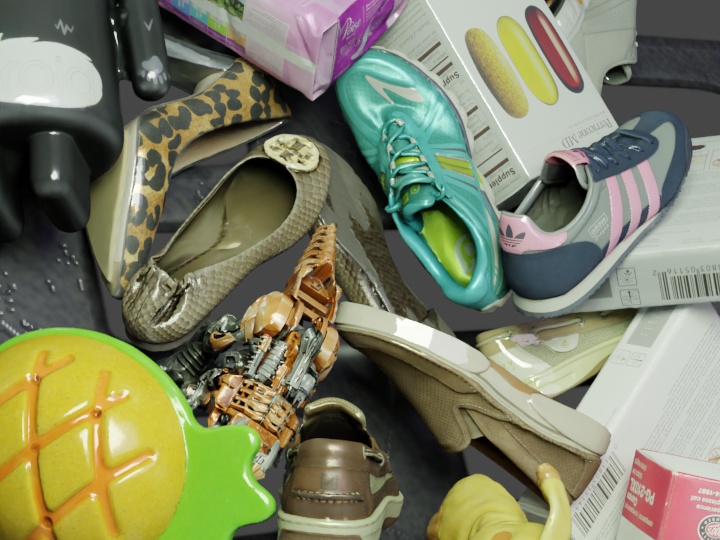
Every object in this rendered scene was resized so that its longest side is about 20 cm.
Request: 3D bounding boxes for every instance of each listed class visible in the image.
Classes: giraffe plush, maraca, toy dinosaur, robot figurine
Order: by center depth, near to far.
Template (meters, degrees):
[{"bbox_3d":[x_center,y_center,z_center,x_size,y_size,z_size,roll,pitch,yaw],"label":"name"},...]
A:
[{"bbox_3d":[-0.142,0.111,0.989,0.199,0.107,0.138,24,91,17],"label":"maraca"},{"bbox_3d":[0.045,0.214,1.054,0.161,0.200,0.174,-14,77,-21],"label":"giraffe plush"},{"bbox_3d":[-0.206,-0.121,1.078,0.149,0.125,0.202,7,64,-35],"label":"robot figurine"},{"bbox_3d":[-0.050,0.058,1.085,0.102,0.136,0.200,51,50,-1],"label":"toy dinosaur"}]

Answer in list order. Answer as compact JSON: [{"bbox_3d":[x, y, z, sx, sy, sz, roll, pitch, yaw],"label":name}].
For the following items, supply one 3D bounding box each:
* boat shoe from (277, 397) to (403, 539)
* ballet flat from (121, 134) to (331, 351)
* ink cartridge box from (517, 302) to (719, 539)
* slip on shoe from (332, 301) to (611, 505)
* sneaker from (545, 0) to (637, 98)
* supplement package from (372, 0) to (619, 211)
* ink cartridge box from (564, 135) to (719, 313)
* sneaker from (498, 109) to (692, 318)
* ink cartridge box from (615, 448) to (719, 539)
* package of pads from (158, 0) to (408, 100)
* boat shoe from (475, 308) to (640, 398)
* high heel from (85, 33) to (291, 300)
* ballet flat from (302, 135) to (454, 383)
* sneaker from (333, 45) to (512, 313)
[{"bbox_3d":[-0.010,0.111,1.024,0.074,0.202,0.076,3,92,-2],"label":"boat shoe"},{"bbox_3d":[-0.081,-0.028,1.112,0.067,0.047,0.200,25,51,22],"label":"ballet flat"},{"bbox_3d":[0.212,0.141,1.250,0.201,0.045,0.177,-53,127,-23],"label":"ink cartridge box"},{"bbox_3d":[0.065,0.086,1.130,0.199,0.076,0.061,30,82,-18],"label":"slip on shoe"},{"bbox_3d":[0.193,-0.200,1.430,0.092,0.076,0.200,48,57,-15],"label":"sneaker"},{"bbox_3d":[0.076,-0.144,1.288,0.113,0.109,0.201,-26,84,-40],"label":"supplement package"},{"bbox_3d":[0.213,-0.037,1.290,0.200,0.159,0.048,-58,137,-59],"label":"ink cartridge box"},{"bbox_3d":[0.160,-0.060,1.199,0.200,0.070,0.082,-50,133,-33],"label":"sneaker"},{"bbox_3d":[0.232,0.231,1.149,0.143,0.084,0.202,12,94,-10],"label":"ink cartridge box"},{"bbox_3d":[-0.072,-0.210,1.200,0.199,0.076,0.121,32,53,17],"label":"package of pads"},{"bbox_3d":[0.165,0.038,1.287,0.200,0.073,0.064,-26,88,-32],"label":"boat shoe"},{"bbox_3d":[-0.103,-0.060,1.155,0.142,0.071,0.202,19,58,-32],"label":"high heel"},{"bbox_3d":[0.000,0.000,1.204,0.067,0.046,0.201,-25,79,-51],"label":"ballet flat"},{"bbox_3d":[0.044,-0.064,1.199,0.201,0.077,0.080,59,20,7],"label":"sneaker"}]
